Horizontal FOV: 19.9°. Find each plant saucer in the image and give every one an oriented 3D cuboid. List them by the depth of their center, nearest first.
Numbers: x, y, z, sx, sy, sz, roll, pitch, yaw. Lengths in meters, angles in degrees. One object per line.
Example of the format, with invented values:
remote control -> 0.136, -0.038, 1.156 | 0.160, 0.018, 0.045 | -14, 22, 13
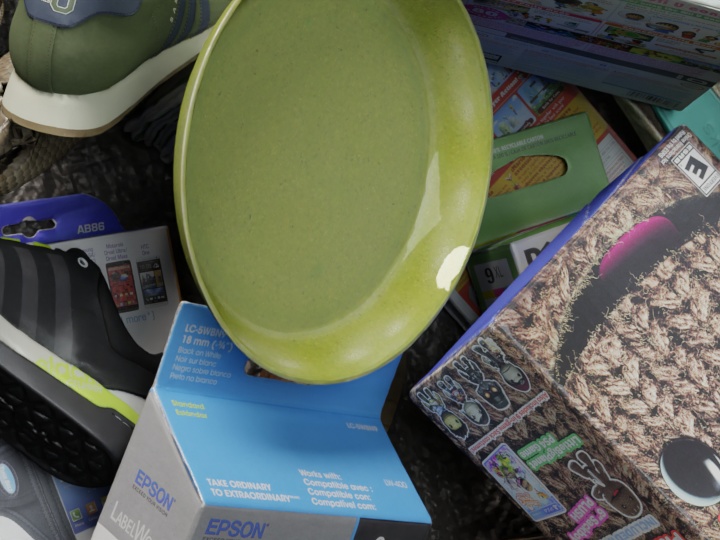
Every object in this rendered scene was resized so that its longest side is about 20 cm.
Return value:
plant saucer -> -0.015, -0.050, 0.908 | 0.200, 0.031, 0.200 | -11, 106, -46

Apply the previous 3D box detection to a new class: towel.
towel -> -0.023, -0.140, 0.995 | 0.031, 0.149, 0.200 | 45, 67, -13

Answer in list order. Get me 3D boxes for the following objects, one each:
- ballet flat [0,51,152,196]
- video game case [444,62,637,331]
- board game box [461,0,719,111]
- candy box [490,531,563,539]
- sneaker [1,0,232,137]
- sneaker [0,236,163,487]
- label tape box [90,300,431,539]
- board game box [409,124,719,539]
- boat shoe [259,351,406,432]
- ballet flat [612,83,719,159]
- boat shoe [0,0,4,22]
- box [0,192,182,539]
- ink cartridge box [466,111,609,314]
ballet flat -> -0.135, -0.093, 0.950 | 0.067, 0.046, 0.200 | 46, 37, -5
video game case -> 0.078, -0.044, 1.099 | 0.200, 0.017, 0.143 | 48, 67, -11
board game box -> 0.114, -0.139, 0.987 | 0.147, 0.200, 0.064 | 13, 84, -4
candy box -> 0.158, 0.151, 1.054 | 0.200, 0.117, 0.056 | -4, 82, -24
sneaker -> -0.098, -0.139, 0.913 | 0.067, 0.090, 0.200 | 16, 33, 10
sneaker -> -0.162, 0.015, 0.921 | 0.200, 0.072, 0.083 | 45, 49, -20
label tape box -> -0.046, 0.126, 0.929 | 0.144, 0.063, 0.200 | 11, 105, -43
board game box -> 0.156, 0.064, 0.961 | 0.200, 0.097, 0.159 | 45, 59, 0
boat shoe -> 0.000, 0.001, 1.022 | 0.072, 0.068, 0.200 | 34, 75, -41
ballet flat -> 0.153, -0.111, 1.121 | 0.067, 0.062, 0.200 | -27, 88, -13
boat shoe -> -0.223, -0.069, 0.936 | 0.076, 0.072, 0.200 | 28, 72, -18
box -> -0.137, 0.063, 0.974 | 0.119, 0.041, 0.200 | -10, 89, -25
ink cartridge box -> 0.122, 0.018, 1.067 | 0.104, 0.059, 0.200 | -18, 90, -24
